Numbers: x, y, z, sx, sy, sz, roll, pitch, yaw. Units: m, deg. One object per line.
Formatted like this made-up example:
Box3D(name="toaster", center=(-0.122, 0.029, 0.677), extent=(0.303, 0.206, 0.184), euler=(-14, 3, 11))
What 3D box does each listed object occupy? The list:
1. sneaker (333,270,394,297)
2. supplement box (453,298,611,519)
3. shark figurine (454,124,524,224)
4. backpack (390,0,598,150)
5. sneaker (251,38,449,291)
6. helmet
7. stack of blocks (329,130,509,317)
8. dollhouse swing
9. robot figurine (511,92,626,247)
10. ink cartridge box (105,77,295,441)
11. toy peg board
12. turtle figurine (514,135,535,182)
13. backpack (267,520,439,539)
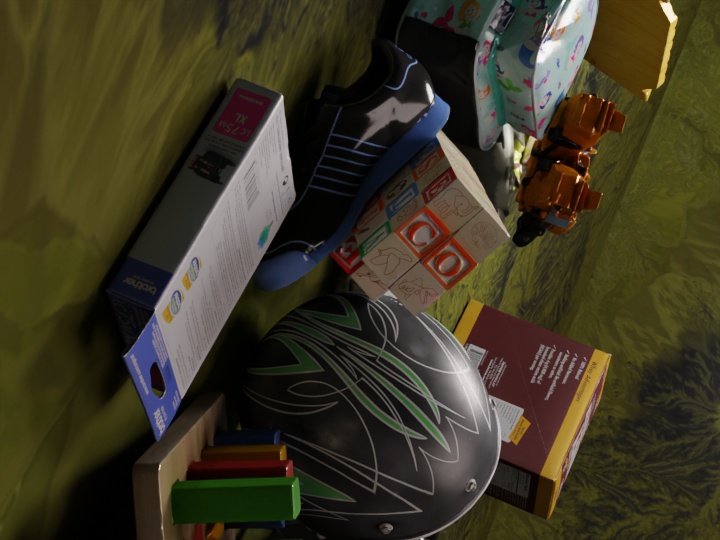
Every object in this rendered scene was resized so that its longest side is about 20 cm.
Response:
Box3D(name="sneaker", center=(0.000, 0.000, 1.295), extent=(0.116, 0.075, 0.202), euler=(66, 39, -59))
Box3D(name="supplement box", center=(0.195, 0.181, 1.978), extent=(0.133, 0.199, 0.198), euler=(87, 28, -60))
Box3D(name="shark figurine", center=(0.100, -0.092, 1.376), extent=(0.128, 0.089, 0.216), euler=(54, 36, -60))
Box3D(name="backpack", center=(0.118, -0.218, 1.257), extent=(0.178, 0.149, 0.201), euler=(71, 38, -67))
Box3D(name="sneaker", center=(-0.024, -0.078, 1.089), extent=(0.200, 0.070, 0.078), euler=(-49, 116, -15))
Box3D(name="helmet", center=(0.005, 0.112, 1.150), extent=(0.201, 0.199, 0.191), euler=(-63, -178, -20))
Box3D(name="stack of blocks", center=(0.033, -0.037, 1.109), extent=(0.115, 0.059, 0.200), euler=(-41, -163, 9))
Box3D(name="dollhouse swing", center=(0.379, -0.372, 1.971), extent=(0.176, 0.182, 0.201), euler=(-39, 153, -23))
Box3D(name="robot figurine", center=(0.181, -0.089, 1.345), extent=(0.200, 0.058, 0.146), euler=(104, 5, -87))
Box3D(name="ink cartridge box", center=(-0.101, -0.007, 0.940), extent=(0.120, 0.042, 0.201), euler=(86, 26, -60))
Box3D(name="toy peg board", center=(-0.075, 0.201, 1.019), extent=(0.199, 0.097, 0.202), euler=(-50, 138, -79))
Box3D(name="turtle figurine", center=(0.167, -0.146, 1.654), extent=(0.162, 0.064, 0.201), euler=(107, -12, -61))
Box3D(name="backpack", center=(-0.022, 0.281, 1.412), extent=(0.200, 0.165, 0.128), euler=(116, -18, -77))
